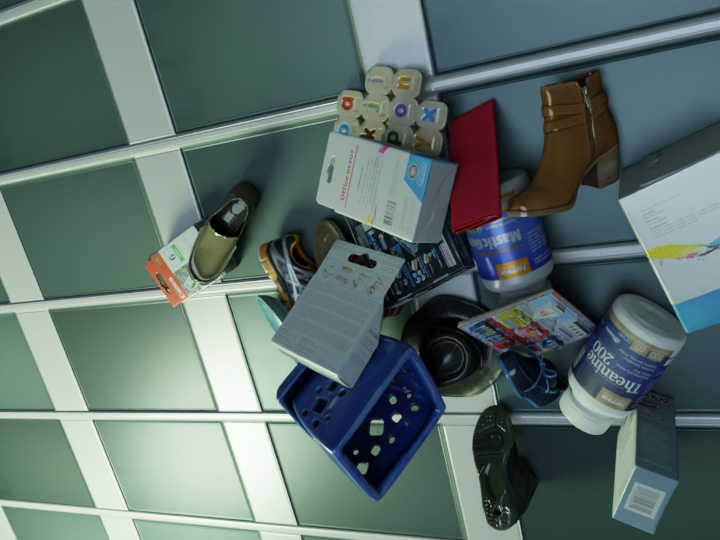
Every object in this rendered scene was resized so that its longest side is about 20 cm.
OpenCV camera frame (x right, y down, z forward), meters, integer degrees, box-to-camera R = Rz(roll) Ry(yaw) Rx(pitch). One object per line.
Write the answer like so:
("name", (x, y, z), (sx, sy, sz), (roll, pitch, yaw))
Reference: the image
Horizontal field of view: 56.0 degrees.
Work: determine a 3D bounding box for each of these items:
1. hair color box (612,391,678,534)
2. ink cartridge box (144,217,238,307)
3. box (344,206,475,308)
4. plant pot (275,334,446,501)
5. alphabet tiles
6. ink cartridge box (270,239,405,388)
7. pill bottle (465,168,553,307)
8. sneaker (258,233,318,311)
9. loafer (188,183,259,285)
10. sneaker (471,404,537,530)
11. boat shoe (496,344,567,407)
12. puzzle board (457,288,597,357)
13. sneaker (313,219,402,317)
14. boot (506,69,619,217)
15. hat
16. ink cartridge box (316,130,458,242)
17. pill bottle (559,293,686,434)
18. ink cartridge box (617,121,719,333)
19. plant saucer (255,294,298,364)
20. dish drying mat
("hair color box", (0.417, 0.270, 0.992), (0.060, 0.200, 0.100), (18, 118, 15))
("ink cartridge box", (-0.338, -0.004, 1.295), (0.199, 0.050, 0.110), (-30, 98, 29))
("box", (0.068, -0.063, 1.057), (0.158, 0.046, 0.202), (-30, 78, 31))
("plant pot", (-0.006, 0.210, 1.083), (0.179, 0.200, 0.201), (27, 158, 38))
("alphabet tiles", (0.041, -0.202, 1.025), (0.194, 0.015, 0.203), (15, 104, 32))
("ink cartridge box", (-0.027, 0.061, 1.044), (0.162, 0.201, 0.057), (18, 156, 43))
("pill bottle", (0.219, -0.037, 0.999), (0.111, 0.112, 0.202), (-14, 105, 28))
("sneaker", (-0.099, 0.027, 1.191), (0.077, 0.078, 0.201), (-30, 100, 19))
("loafer", (-0.248, -0.062, 1.186), (0.075, 0.067, 0.201), (28, 101, -4))
("sneaker", (0.251, 0.334, 1.176), (0.076, 0.114, 0.202), (-13, 79, 32))
("boat shoe", (0.267, 0.154, 1.043), (0.068, 0.200, 0.085), (-30, 63, 17))
("puzzle board", (0.258, 0.090, 1.013), (0.150, 0.199, 0.018), (-24, 57, 30))
("sneaker", (0.000, 0.000, 1.148), (0.071, 0.112, 0.201), (-46, 59, 34))
("boot", (0.258, -0.166, 0.898), (0.073, 0.199, 0.156), (17, 130, 57))
("hat", (0.144, 0.148, 1.130), (0.198, 0.081, 0.203), (9, 116, 19))
("ink cartridge box", (0.033, -0.125, 0.980), (0.199, 0.067, 0.117), (25, 109, 39))
("pill bottle", (0.379, 0.144, 1.006), (0.110, 0.111, 0.201), (28, 120, 10))
("ink cartridge box", (0.443, -0.058, 0.870), (0.145, 0.147, 0.201), (-27, 100, 30))
("plant saucer", (-0.119, 0.121, 1.205), (0.201, 0.027, 0.201), (50, 165, 19))
("dish drying mat", (0.160, -0.146, 0.948), (0.076, 0.202, 0.018), (-22, 141, 36))
